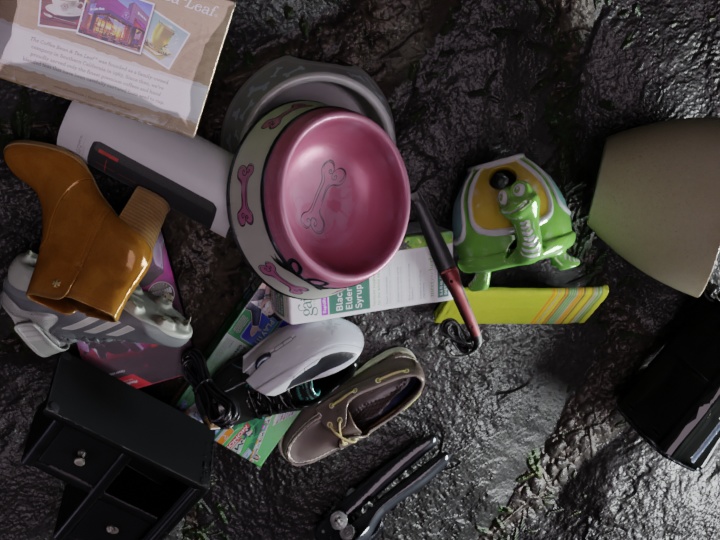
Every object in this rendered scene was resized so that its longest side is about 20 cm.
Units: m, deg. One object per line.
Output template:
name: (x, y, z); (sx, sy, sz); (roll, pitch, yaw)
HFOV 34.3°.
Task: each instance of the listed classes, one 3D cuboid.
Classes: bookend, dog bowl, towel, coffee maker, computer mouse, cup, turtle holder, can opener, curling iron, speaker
bookend: (-0.294, 0.222, 1.276); (0.198, 0.093, 0.199); (32, 119, -22)
dog bowl: (-0.033, -0.072, 1.165); (0.197, 0.073, 0.204); (1, 89, -37)
towel: (0.189, 0.038, 1.376); (0.196, 0.018, 0.086); (0, 151, -14)
dog bowl: (-0.051, -0.130, 1.259); (0.196, 0.059, 0.204); (-5, 110, -13)
coffee maker: (0.411, 0.126, 1.431); (0.191, 0.135, 0.201); (34, 100, -20)
computer mouse: (-0.092, 0.094, 1.256); (0.197, 0.110, 0.044); (-24, 135, -9)
cup: (0.336, -0.086, 1.317); (0.141, 0.200, 0.204); (14, 108, 9)
turtle holder: (0.157, -0.055, 1.277); (0.139, 0.185, 0.134); (-12, 93, 28)
can opener: (0.025, 0.276, 1.433); (0.200, 0.079, 0.063); (-45, 75, 1)
curling iron: (0.089, 0.008, 1.267); (0.049, 0.025, 0.203); (-24, 110, -19)
speaker: (-0.205, -0.115, 1.184); (0.198, 0.081, 0.082); (28, 102, -4)

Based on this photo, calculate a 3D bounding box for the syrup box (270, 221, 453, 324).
syrup box: (0.000, 0.000, 1.289); (0.196, 0.081, 0.080); (-8, 104, -20)

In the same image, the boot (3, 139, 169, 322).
boot: (-0.300, -0.038, 1.156); (0.198, 0.071, 0.146); (21, 66, 12)

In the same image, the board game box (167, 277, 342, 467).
board game box: (-0.114, 0.114, 1.347); (0.134, 0.029, 0.201); (33, 98, -23)

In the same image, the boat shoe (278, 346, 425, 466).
boat shoe: (-0.010, 0.168, 1.376); (0.198, 0.060, 0.072); (-34, 115, 0)

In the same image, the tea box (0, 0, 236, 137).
tea box: (-0.238, -0.237, 1.096); (0.197, 0.197, 0.136); (16, 106, -18)

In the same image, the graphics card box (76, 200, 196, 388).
graphics card box: (-0.258, 0.031, 1.269); (0.123, 0.051, 0.203); (-14, 111, -8)

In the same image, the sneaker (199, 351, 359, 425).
sneaker: (-0.090, 0.124, 1.299); (0.198, 0.079, 0.076); (-28, 115, -1)

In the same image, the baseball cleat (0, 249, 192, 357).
baseball cleat: (-0.278, 0.052, 1.216); (0.197, 0.070, 0.108); (25, 109, -9)
